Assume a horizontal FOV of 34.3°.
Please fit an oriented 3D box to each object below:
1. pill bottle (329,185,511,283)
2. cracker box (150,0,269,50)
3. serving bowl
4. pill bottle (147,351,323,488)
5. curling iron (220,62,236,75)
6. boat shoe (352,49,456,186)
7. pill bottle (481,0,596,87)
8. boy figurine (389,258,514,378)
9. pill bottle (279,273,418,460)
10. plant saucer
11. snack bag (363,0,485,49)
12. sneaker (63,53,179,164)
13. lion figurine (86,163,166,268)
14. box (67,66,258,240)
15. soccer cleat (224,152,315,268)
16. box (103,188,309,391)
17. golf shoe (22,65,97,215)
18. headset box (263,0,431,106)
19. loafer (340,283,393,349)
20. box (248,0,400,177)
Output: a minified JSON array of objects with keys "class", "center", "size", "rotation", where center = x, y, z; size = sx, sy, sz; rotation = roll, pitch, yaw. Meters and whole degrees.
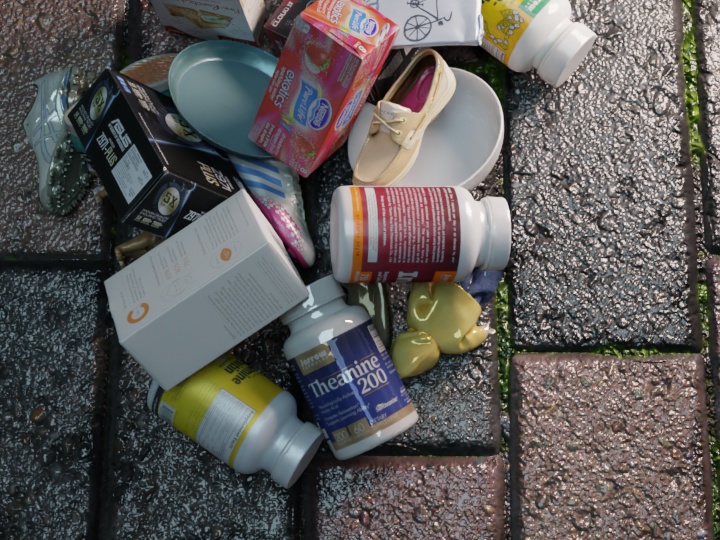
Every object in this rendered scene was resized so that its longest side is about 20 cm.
[{"class":"pill bottle","center":[0.068,-0.042,1.353],"size":[0.199,0.113,0.113],"rotation":[-1,77,-7]},{"class":"cracker box","center":[-0.199,-0.353,1.478],"size":[0.134,0.200,0.058],"rotation":[13,79,7]},{"class":"serving bowl","center":[0.087,-0.157,1.469],"size":[0.199,0.066,0.201],"rotation":[-9,59,15]},{"class":"pill bottle","center":[-0.147,0.172,1.399],"size":[0.200,0.112,0.112],"rotation":[32,81,10]},{"class":"curling iron","center":[-0.198,-0.178,1.527],"size":[0.049,0.026,0.201],"rotation":[11,77,0]},{"class":"boat shoe","center":[0.044,-0.184,1.419],"size":[0.074,0.069,0.200],"rotation":[20,71,29]},{"class":"pill bottle","center":[0.196,-0.325,1.488],"size":[0.200,0.113,0.113],"rotation":[40,83,11]},{"class":"boy figurine","center":[0.109,0.053,1.432],"size":[0.124,0.064,0.200],"rotation":[36,84,-15]},{"class":"pill bottle","center":[-0.022,0.111,1.372],"size":[0.111,0.111,0.200],"rotation":[-27,88,-2]},{"class":"plant saucer","center":[-0.150,-0.213,1.485],"size":[0.200,0.027,0.201],"rotation":[16,47,-18]},{"class":"snack bag","center":[0.059,-0.352,1.443],"size":[0.199,0.021,0.189],"rotation":[-1,67,14]},{"class":"sneaker","center":[-0.293,-0.212,1.524],"size":[0.200,0.080,0.071],"rotation":[-36,51,-26]},{"class":"lion figurine","center":[-0.265,-0.071,1.486],"size":[0.122,0.073,0.200],"rotation":[-22,71,-11]},{"class":"box","center":[-0.238,-0.130,1.410],"size":[0.086,0.164,0.200],"rotation":[-46,53,17]},{"class":"soccer cleat","center":[-0.102,-0.098,1.480],"size":[0.086,0.070,0.200],"rotation":[-35,77,-6]},{"class":"box","center":[-0.178,0.021,1.338],"size":[0.200,0.098,0.124],"rotation":[-33,38,2]},{"class":"golf shoe","center":[-0.400,-0.167,1.528],"size":[0.097,0.078,0.201],"rotation":[0,73,25]},{"class":"headset box","center":[-0.014,-0.318,1.500],"size":[0.200,0.077,0.149],"rotation":[29,75,24]},{"class":"loafer","center":[0.000,0.000,1.446],"size":[0.067,0.076,0.201],"rotation":[-5,78,3]},{"class":"box","center":[-0.046,-0.222,1.391],"size":[0.095,0.200,0.100],"rotation":[36,44,6]}]
